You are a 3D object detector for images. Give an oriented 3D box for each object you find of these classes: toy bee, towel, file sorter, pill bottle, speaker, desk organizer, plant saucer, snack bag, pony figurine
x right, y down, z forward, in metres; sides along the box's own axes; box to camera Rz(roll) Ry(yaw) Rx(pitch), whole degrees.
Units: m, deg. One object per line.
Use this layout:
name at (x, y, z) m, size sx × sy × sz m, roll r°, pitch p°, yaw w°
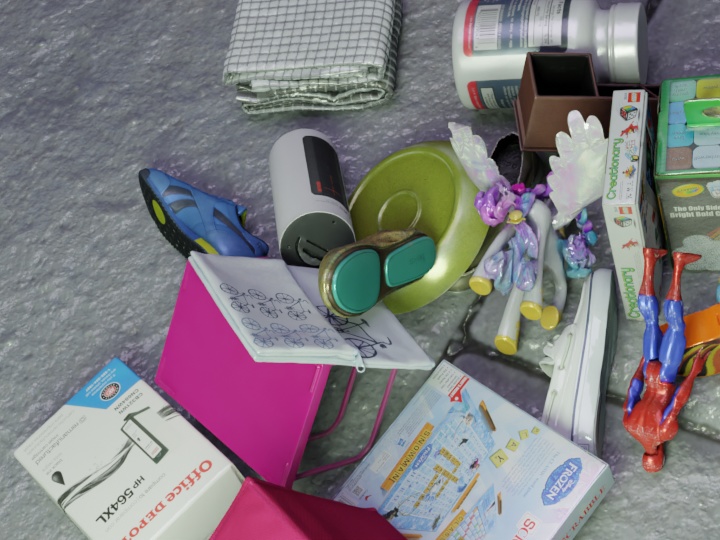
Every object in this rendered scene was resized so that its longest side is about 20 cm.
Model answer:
toy bee at (0.376, 0.057, 1.423) m, size 0.199 × 0.108 × 0.132 m, roll -11°, pitch 55°, yaw 43°
towel at (-0.052, -0.265, 1.812) m, size 0.197 × 0.086 × 0.167 m, roll -3°, pitch 55°, yaw 15°
file sorter at (-0.078, 0.091, 1.500) m, size 0.125 × 0.140 × 0.199 m, roll -8°, pitch 35°, yaw -46°
pill bottle at (0.207, -0.238, 1.677) m, size 0.197 × 0.120 × 0.121 m, roll 0°, pitch 54°, yaw 18°
speaker at (-0.053, -0.071, 1.626) m, size 0.080 × 0.082 × 0.201 m, roll -19°, pitch 30°, yaw 4°
desk organizer at (0.263, -0.173, 1.596) m, size 0.197 × 0.077 × 0.072 m, roll 0°, pitch 52°, yaw -5°
plant saucer at (0.046, -0.052, 1.603) m, size 0.198 × 0.031 × 0.202 m, roll -22°, pitch 51°, yaw 30°
snack bag at (-0.043, 0.037, 1.442) m, size 0.198 × 0.022 × 0.189 m, roll 6°, pitch 25°, yaw -30°
pony figurine at (0.166, -0.048, 1.499) m, size 0.165 × 0.194 × 0.202 m, roll 5°, pitch 56°, yaw 27°

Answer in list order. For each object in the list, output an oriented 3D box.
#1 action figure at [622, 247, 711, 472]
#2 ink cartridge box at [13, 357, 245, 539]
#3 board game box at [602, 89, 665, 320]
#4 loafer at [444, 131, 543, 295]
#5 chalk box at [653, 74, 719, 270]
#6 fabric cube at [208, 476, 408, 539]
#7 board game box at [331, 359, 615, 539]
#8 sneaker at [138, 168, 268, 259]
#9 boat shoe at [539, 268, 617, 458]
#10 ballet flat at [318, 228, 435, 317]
action figure at (0.274, 0.083, 1.401) m, size 0.065 × 0.051 × 0.203 m, roll 11°, pitch 95°, yaw 46°
ink cartridge box at (-0.219, 0.203, 1.513) m, size 0.146 × 0.085 × 0.199 m, roll -43°, pitch 52°, yaw -16°
board game box at (0.261, -0.058, 1.465) m, size 0.034 × 0.201 × 0.127 m, roll 0°, pitch 57°, yaw 17°
loafer at (0.125, -0.064, 1.605) m, size 0.074 × 0.070 × 0.201 m, roll 13°, pitch 59°, yaw 27°
chalk box at (0.349, -0.107, 1.476) m, size 0.123 × 0.201 × 0.125 m, roll -1°, pitch 54°, yaw 18°
fabric cube at (-0.027, 0.315, 1.253) m, size 0.199 × 0.195 × 0.201 m, roll 39°, pitch 99°, yaw 38°
board game box at (0.092, 0.209, 1.392) m, size 0.199 × 0.041 × 0.200 m, roll 32°, pitch 75°, yaw 34°
sneaker at (-0.174, -0.057, 1.713) m, size 0.078 × 0.066 × 0.200 m, roll -31°, pitch 50°, yaw -21°
boat shoe at (0.202, 0.085, 1.464) m, size 0.066 × 0.074 × 0.202 m, roll 1°, pitch 55°, yaw 18°
ballet flat at (0.000, 0.000, 1.466) m, size 0.070 × 0.072 × 0.199 m, roll 16°, pitch 20°, yaw 28°
